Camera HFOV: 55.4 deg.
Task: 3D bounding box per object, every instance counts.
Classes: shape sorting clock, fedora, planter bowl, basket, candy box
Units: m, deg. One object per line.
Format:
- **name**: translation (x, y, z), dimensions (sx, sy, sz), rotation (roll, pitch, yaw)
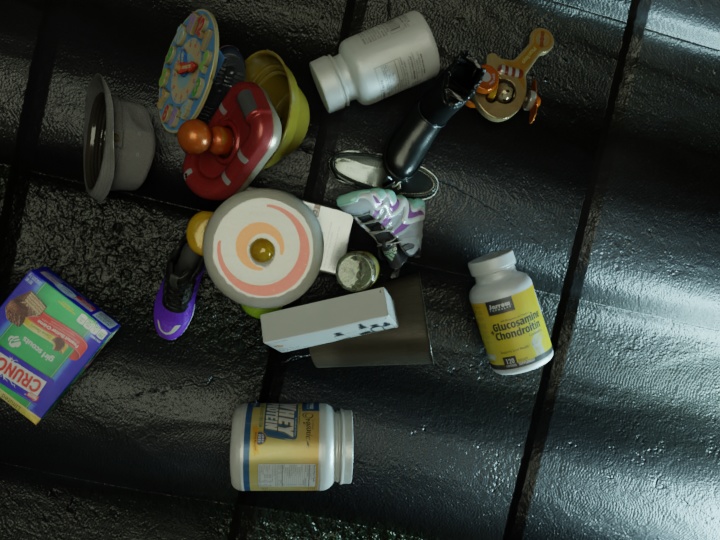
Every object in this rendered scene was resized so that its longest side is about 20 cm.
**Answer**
- **shape sorting clock**: translation (-0.280, -0.319, 1.098), dimensions (0.039, 0.200, 0.201), rotation (16, 93, -40)
- **fedora**: translation (-0.392, -0.211, 1.121), dimensions (0.090, 0.177, 0.201), rotation (3, 78, -34)
- **planter bowl**: translation (-0.143, -0.253, 1.135), dimensions (0.083, 0.200, 0.202), rotation (3, 94, -42)
- **basket**: translation (0.014, 0.093, 1.163), dimensions (0.199, 0.181, 0.136), rotation (-9, 127, 6)
- **candy box**: translation (-0.539, 0.124, 1.154), dimensions (0.169, 0.077, 0.200), rotation (39, 91, -6)

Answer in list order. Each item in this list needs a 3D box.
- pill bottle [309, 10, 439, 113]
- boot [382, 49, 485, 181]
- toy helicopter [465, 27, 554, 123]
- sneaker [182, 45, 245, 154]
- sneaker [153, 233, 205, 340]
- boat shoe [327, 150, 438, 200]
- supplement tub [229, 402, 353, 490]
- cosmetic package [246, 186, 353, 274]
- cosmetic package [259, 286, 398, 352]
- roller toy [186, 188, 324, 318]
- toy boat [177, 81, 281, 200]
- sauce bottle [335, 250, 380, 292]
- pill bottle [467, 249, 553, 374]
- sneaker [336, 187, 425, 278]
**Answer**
- **pill bottle**: translation (0.022, -0.343, 1.148), dimensions (0.199, 0.114, 0.115), rotation (-24, 95, -3)
- **boot**: translation (0.119, -0.250, 1.113), dimensions (0.073, 0.162, 0.199), rotation (33, 71, -12)
- **toy helicopter**: translation (0.277, -0.339, 1.191), dimensions (0.132, 0.079, 0.200), rotation (39, 78, 1)
- **sneaker**: translation (-0.244, -0.283, 1.151), dimensions (0.070, 0.082, 0.200), rotation (20, 122, -26)
- **sneaker**: translation (-0.307, 0.022, 1.152), dimensions (0.069, 0.100, 0.201), rotation (19, 92, -3)
- **boat shoe**: translation (0.041, -0.162, 1.188), dimensions (0.199, 0.060, 0.076), rotation (7, 93, -5)
- **supplement tub**: translation (-0.115, 0.298, 1.163), dimensions (0.199, 0.145, 0.146), rotation (1, 94, -5)
- **cosmetic package**: translation (-0.119, -0.070, 1.171), dimensions (0.199, 0.081, 0.113), rotation (12, 95, -6)
- **cosmetic package**: translation (-0.047, 0.080, 1.067), dimensions (0.199, 0.083, 0.051), rotation (-13, 68, 11)
- **roller toy**: translation (-0.149, -0.038, 1.063), dimensions (0.182, 0.140, 0.200), rotation (-36, 97, 1)
- **toy boat**: translation (-0.222, -0.199, 1.057), dimensions (0.200, 0.130, 0.131), rotation (-45, 59, 35)
- **sauce bottle**: translation (0.000, 0.000, 1.124), dimensions (0.064, 0.200, 0.065), rotation (0, 91, 4)
- **pill bottle**: translation (0.255, 0.070, 1.193), dimensions (0.112, 0.112, 0.201), rotation (-19, 95, -3)
- **sneaker**: translation (0.042, -0.057, 1.135), dimensions (0.199, 0.078, 0.141), rotation (4, 82, -45)
